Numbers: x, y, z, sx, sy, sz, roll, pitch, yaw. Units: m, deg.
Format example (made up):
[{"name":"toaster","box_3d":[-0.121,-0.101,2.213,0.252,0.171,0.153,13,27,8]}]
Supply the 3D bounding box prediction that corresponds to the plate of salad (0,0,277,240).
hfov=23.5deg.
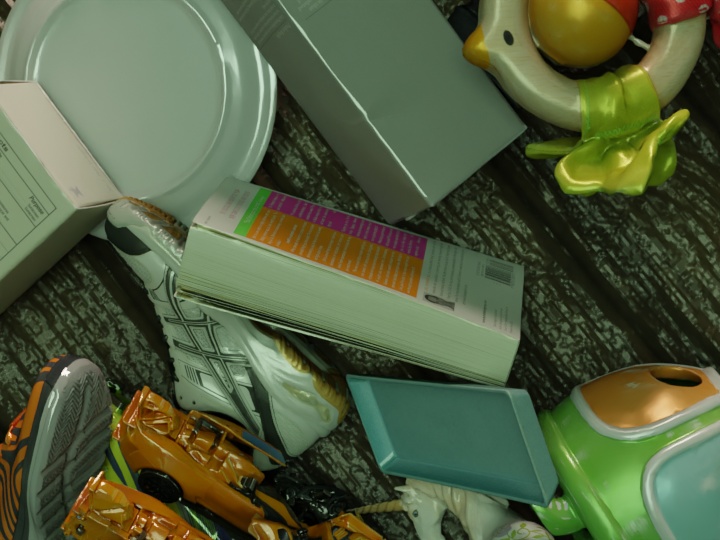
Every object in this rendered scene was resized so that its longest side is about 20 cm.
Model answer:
[{"name":"plate of salad","box_3d":[-0.145,-0.119,1.130,0.198,0.048,0.202,2,98,17]}]

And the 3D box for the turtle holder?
[{"name":"turtle holder","box_3d":[0.186,0.142,1.022,0.131,0.141,0.186,-34,82,5]}]

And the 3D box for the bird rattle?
[{"name":"bird rattle","box_3d":[0.149,-0.140,0.971,0.162,0.113,0.201,29,95,-7]}]

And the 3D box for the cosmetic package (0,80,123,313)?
[{"name":"cosmetic package","box_3d":[-0.262,-0.020,1.114,0.200,0.073,0.104,-39,84,17]}]

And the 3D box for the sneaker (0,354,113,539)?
[{"name":"sneaker","box_3d":[-0.224,0.120,1.086,0.111,0.077,0.201,29,125,18]}]

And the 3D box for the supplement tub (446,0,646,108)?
[{"name":"supplement tub","box_3d":[0.139,-0.196,1.058,0.107,0.107,0.200,43,96,8]}]

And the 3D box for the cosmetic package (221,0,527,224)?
[{"name":"cosmetic package","box_3d":[0.000,-0.133,1.051,0.090,0.107,0.200,-41,98,-13]}]

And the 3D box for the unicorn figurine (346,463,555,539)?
[{"name":"unicorn figurine","box_3d":[0.090,0.178,1.050,0.074,0.200,0.138,-39,97,-20]}]

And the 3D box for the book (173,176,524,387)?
[{"name":"book","box_3d":[0.000,0.000,1.045,0.198,0.134,0.048,17,111,1]}]

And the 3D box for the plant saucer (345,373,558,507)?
[{"name":"plant saucer","box_3d":[0.052,0.095,1.028,0.019,0.200,0.070,-24,100,-26]}]

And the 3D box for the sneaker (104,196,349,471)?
[{"name":"sneaker","box_3d":[-0.101,0.044,1.093,0.088,0.076,0.200,-43,93,11]}]

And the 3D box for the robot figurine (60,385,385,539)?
[{"name":"robot figurine","box_3d":[-0.070,0.161,1.037,0.199,0.146,0.058,31,138,-7]}]

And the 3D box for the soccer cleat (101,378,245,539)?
[{"name":"soccer cleat","box_3d":[-0.133,0.148,1.112,0.200,0.065,0.084,44,99,8]}]
